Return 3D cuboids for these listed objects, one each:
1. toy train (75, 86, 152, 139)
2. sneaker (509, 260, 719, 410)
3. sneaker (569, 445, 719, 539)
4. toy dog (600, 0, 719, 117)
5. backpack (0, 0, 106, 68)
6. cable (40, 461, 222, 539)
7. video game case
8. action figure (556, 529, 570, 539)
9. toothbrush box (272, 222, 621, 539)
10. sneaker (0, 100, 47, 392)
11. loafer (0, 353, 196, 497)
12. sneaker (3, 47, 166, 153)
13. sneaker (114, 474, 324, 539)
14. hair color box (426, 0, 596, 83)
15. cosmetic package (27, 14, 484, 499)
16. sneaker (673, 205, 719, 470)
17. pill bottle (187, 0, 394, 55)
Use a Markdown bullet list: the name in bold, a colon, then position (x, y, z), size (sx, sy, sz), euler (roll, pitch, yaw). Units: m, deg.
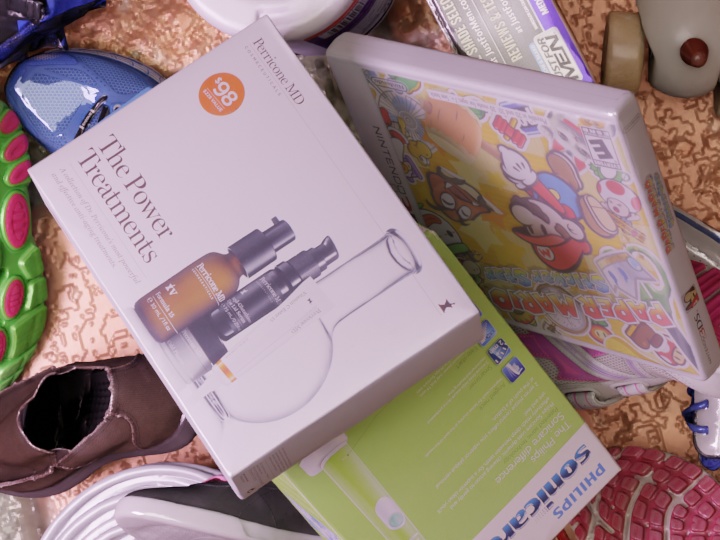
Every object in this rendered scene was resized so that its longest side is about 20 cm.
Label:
- **toy train**: position (-0.083, -0.006, 1.482), size (0.087, 0.114, 0.200), euler (-37, 118, -11)
- **sneaker**: position (0.145, 0.038, 1.494), size (0.200, 0.081, 0.088), euler (24, 122, 41)
- **sneaker**: position (0.210, 0.171, 1.546), size (0.200, 0.075, 0.081), euler (26, 77, 19)
- **toy dog**: position (0.189, -0.181, 1.516), size (0.132, 0.096, 0.201), euler (-14, 92, -3)
- **backpack**: position (-0.222, -0.191, 1.551), size (0.200, 0.168, 0.163), euler (-27, 87, 42)
- **cable**: position (-0.106, 0.214, 1.594), size (0.199, 0.069, 0.201), euler (12, 93, 8)
- **video game case**: position (0.085, -0.034, 1.397), size (0.200, 0.182, 0.023), euler (16, 51, 41)
- **action figure**: position (0.091, 0.161, 1.574), size (0.065, 0.052, 0.200), euler (-26, 90, 3)
- **toothbrush box**: position (0.024, 0.083, 1.447), size (0.146, 0.086, 0.200), euler (-45, 119, -9)
- **sneaker**: position (-0.240, -0.012, 1.612), size (0.084, 0.077, 0.201), euler (14, 105, 45)
- **loafer**: position (-0.177, 0.083, 1.559), size (0.200, 0.071, 0.073), euler (-22, 64, 42)
- **sneaker**: position (-0.122, -0.073, 1.574), size (0.200, 0.089, 0.079), euler (27, 95, 6)
- **sneaker**: position (-0.048, 0.117, 1.526), size (0.200, 0.071, 0.099), euler (9, 73, -27)
- **hair color box**: position (0.084, -0.132, 1.485), size (0.065, 0.200, 0.110), euler (-28, 88, 7)
- **cosmetic package**: position (-0.054, -0.009, 1.355), size (0.151, 0.052, 0.200), euler (-33, 72, -7)
- **sneaker**: position (0.209, 0.049, 1.534), size (0.199, 0.081, 0.115), euler (37, 95, 4)
- **pill bottle**: position (-0.035, -0.178, 1.501), size (0.111, 0.200, 0.112), euler (0, 92, 8)
